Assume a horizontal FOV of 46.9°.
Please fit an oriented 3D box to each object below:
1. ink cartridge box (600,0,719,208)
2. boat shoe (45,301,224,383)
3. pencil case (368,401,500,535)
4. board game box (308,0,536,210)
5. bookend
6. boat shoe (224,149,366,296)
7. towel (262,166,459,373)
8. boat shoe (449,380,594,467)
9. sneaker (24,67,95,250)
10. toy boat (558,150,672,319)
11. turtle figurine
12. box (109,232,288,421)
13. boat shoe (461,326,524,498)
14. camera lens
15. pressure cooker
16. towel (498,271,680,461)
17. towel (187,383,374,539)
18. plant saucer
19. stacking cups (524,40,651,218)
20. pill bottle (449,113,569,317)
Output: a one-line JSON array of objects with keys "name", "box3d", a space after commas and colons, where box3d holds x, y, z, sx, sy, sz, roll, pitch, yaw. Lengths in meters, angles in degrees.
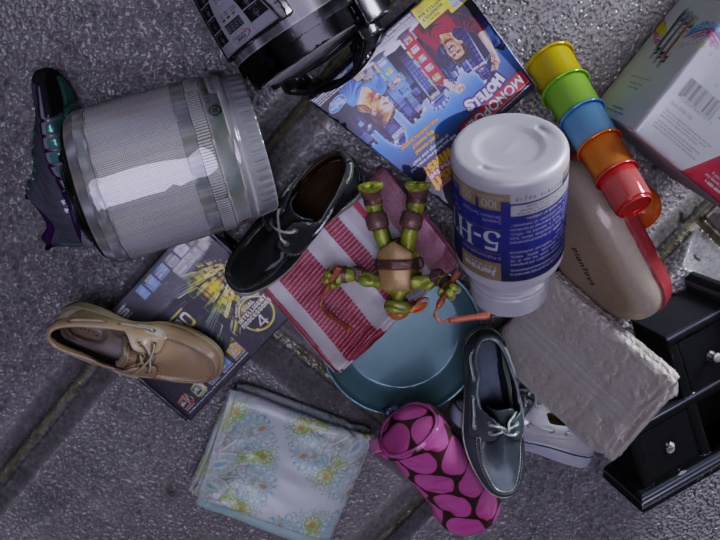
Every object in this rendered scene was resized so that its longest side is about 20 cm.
[{"name": "ink cartridge box", "box3d": [0.376, -0.196, 0.866, 0.145, 0.145, 0.201, 35, 105, -12]}, {"name": "boat shoe", "box3d": [-0.255, 0.093, 0.942, 0.197, 0.065, 0.072, 14, 107, -4]}, {"name": "pencil case", "box3d": [0.095, 0.248, 1.019, 0.093, 0.091, 0.201, -33, 122, 5]}, {"name": "board game box", "box3d": [0.080, -0.178, 0.911, 0.199, 0.062, 0.200, -38, 106, 11]}, {"name": "bookend", "box3d": [0.367, 0.140, 0.983, 0.197, 0.092, 0.202, -25, 107, -8]}, {"name": "boat shoe", "box3d": [-0.080, -0.055, 0.918, 0.200, 0.068, 0.072, -44, 79, 0]}, {"name": "towel", "box3d": [0.000, 0.000, 0.949, 0.200, 0.023, 0.144, -42, 89, -2]}, {"name": "boat shoe", "box3d": [0.212, 0.177, 1.024, 0.199, 0.075, 0.087, 19, 108, -10]}, {"name": "sneaker", "box3d": [-0.347, -0.117, 0.919, 0.086, 0.074, 0.203, -7, 106, 12]}, {"name": "toy boat", "box3d": [0.290, -0.051, 0.941, 0.130, 0.130, 0.201, -39, 108, -20]}, {"name": "turtle figurine", "box3d": [0.048, -0.014, 0.899, 0.197, 0.064, 0.164, 3, 99, 26]}, {"name": "box", "box3d": [-0.197, 0.057, 0.990, 0.161, 0.049, 0.200, 44, 101, -10]}, {"name": "boat shoe", "box3d": [0.153, 0.167, 0.958, 0.072, 0.062, 0.203, -7, 89, 0]}, {"name": "camera lens", "box3d": [-0.200, -0.108, 0.866, 0.197, 0.160, 0.162, -17, 108, -7]}, {"name": "pressure cooker", "box3d": [-0.065, -0.272, 0.811, 0.177, 0.176, 0.201, -31, 103, 5]}, {"name": "towel", "box3d": [0.253, 0.106, 0.951, 0.200, 0.034, 0.133, 45, 117, 24]}, {"name": "towel", "box3d": [-0.103, 0.249, 1.056, 0.198, 0.048, 0.173, 21, 107, -8]}, {"name": "plant saucer", "box3d": [0.049, 0.079, 1.009, 0.197, 0.036, 0.203, 0, 108, -1]}, {"name": "stacking cups", "box3d": [0.235, -0.146, 0.859, 0.060, 0.202, 0.061, -15, 151, -8]}, {"name": "pill bottle", "box3d": [0.158, -0.051, 0.880, 0.118, 0.121, 0.202, -9, 133, 2]}]
